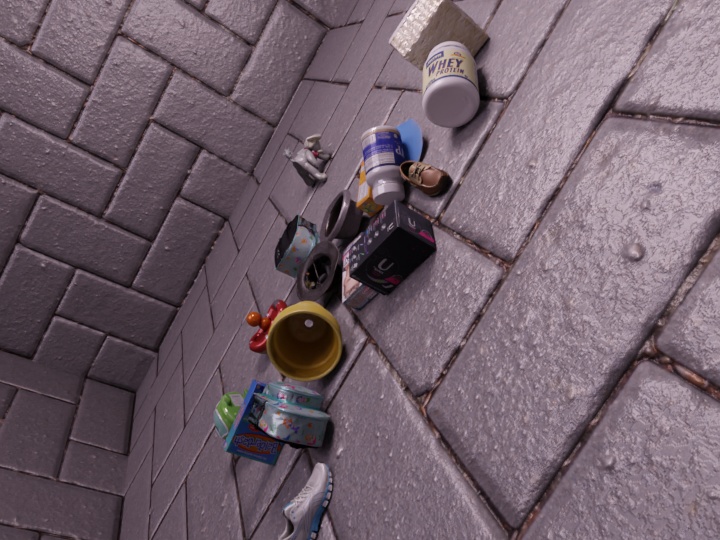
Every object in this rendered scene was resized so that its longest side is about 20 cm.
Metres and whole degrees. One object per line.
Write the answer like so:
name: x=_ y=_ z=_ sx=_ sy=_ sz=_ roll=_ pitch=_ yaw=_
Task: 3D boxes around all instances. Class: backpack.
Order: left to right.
backpack: x=-0.171 y=0.364 z=1.383 sx=0.200 sy=0.177 sz=0.152 roll=11 pitch=81 yaw=60
backpack: x=-0.211 y=-0.069 z=1.888 sx=0.176 sy=0.153 sz=0.200 roll=-53 pitch=12 yaw=22

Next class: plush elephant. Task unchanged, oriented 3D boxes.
plush elephant: x=-0.201 y=-0.465 z=2.260 sx=0.155 sy=0.200 sz=0.165 roll=-51 pitch=14 yaw=-18

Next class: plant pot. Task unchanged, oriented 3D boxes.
plant pot: x=-0.149 y=0.174 z=1.522 sx=0.201 sy=0.200 sz=0.189 roll=-57 pitch=10 yaw=12

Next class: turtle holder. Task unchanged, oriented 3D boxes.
turtle holder: x=-0.381 y=0.480 z=1.747 sx=0.132 sy=0.185 sz=0.141 roll=-54 pitch=-5 yaw=17

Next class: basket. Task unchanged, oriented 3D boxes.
basket: x=0.225 y=-0.660 z=1.573 sx=0.200 sy=0.197 sz=0.161 roll=-51 pitch=32 yaw=23

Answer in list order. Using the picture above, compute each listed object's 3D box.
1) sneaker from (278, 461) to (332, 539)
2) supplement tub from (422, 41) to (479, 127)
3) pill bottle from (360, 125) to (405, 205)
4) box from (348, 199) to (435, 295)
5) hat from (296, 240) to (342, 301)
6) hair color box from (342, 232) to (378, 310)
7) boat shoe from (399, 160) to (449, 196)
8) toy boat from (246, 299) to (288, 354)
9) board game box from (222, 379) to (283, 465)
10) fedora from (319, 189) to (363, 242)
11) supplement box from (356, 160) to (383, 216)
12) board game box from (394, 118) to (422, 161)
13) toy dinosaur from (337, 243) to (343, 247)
sneaker: x=-0.128 y=0.530 z=1.246 sx=0.075 sy=0.086 sz=0.201 roll=-20 pitch=48 yaw=58
supplement tub: x=0.234 y=-0.489 z=1.445 sx=0.145 sy=0.144 sz=0.201 roll=-38 pitch=35 yaw=42
pill bottle: x=0.069 y=-0.295 z=1.570 sx=0.119 sy=0.119 sz=0.202 roll=-28 pitch=63 yaw=51
box: x=0.073 y=-0.053 z=1.367 sx=0.200 sy=0.122 sz=0.106 roll=-46 pitch=30 yaw=33
hat: x=-0.110 y=0.015 z=1.693 sx=0.200 sy=0.081 sz=0.202 roll=-27 pitch=50 yaw=38
hair color box: x=0.000 y=0.000 z=1.531 sx=0.100 sy=0.060 sz=0.201 roll=-45 pitch=31 yaw=35
boat shoe: x=0.158 y=-0.246 z=1.444 sx=0.076 sy=0.074 sz=0.200 roll=-62 pitch=25 yaw=3
toy boat: x=-0.336 y=0.186 z=1.916 sx=0.201 sy=0.130 sz=0.130 roll=-63 pitch=25 yaw=0
board game box: x=-0.271 y=0.426 z=1.541 sx=0.045 sy=0.151 sz=0.201 roll=16 pitch=81 yaw=64
fedora: x=-0.049 y=-0.156 z=1.730 sx=0.200 sy=0.090 sz=0.178 roll=-40 pitch=35 yaw=58
supplement box: x=0.037 y=-0.268 z=1.708 sx=0.069 sy=0.066 sz=0.201 roll=-32 pitch=40 yaw=43
board game box: x=0.123 y=-0.348 z=1.641 sx=0.199 sy=0.039 sz=0.159 roll=-19 pitch=70 yaw=47
toy dinosaur: x=-0.133 y=-0.009 z=1.799 sx=0.200 sy=0.058 sz=0.101 roll=-47 pitch=28 yaw=31
